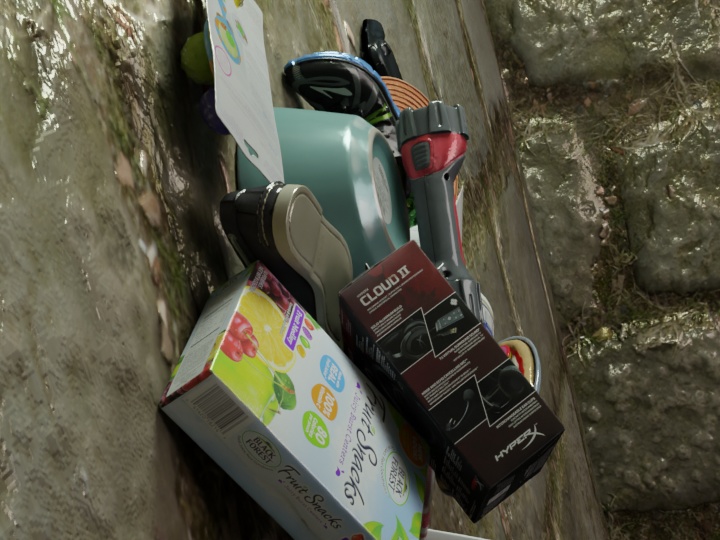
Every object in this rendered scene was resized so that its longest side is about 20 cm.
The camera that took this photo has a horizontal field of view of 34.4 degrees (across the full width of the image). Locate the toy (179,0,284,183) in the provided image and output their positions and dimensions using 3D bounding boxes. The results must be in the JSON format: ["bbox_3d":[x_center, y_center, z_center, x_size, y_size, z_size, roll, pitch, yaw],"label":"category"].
[{"bbox_3d":[-0.106,-0.156,0.885,0.115,0.047,0.202,51,27,-53],"label":"toy"}]

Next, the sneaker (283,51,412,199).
[{"bbox_3d":[-0.001,-0.141,1.154,0.200,0.070,0.084,44,48,-36],"label":"sneaker"}]

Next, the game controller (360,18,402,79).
[{"bbox_3d":[0.041,-0.229,1.521,0.105,0.042,0.201,-106,175,-52],"label":"game controller"}]

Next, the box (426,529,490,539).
[{"bbox_3d":[0.125,0.332,1.193,0.200,0.111,0.103,45,54,-65],"label":"box"}]

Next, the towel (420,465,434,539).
[{"bbox_3d":[0.043,0.213,1.045,0.147,0.029,0.202,-82,179,-50],"label":"towel"}]

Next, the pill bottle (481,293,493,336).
[{"bbox_3d":[0.094,0.114,1.290,0.201,0.110,0.112,-81,155,-52],"label":"pill bottle"}]

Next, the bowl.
[{"bbox_3d":[-0.021,-0.054,1.008,0.201,0.104,0.204,-11,90,-75],"label":"bowl"}]

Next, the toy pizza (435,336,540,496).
[{"bbox_3d":[0.136,0.162,1.335,0.031,0.201,0.201,29,36,-17],"label":"toy pizza"}]

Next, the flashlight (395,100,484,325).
[{"bbox_3d":[0.074,-0.045,1.030,0.068,0.067,0.203,130,-46,-71],"label":"flashlight"}]

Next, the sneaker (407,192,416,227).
[{"bbox_3d":[0.048,-0.085,1.327,0.074,0.082,0.202,-74,149,-61],"label":"sneaker"}]

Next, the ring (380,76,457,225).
[{"bbox_3d":[0.032,-0.106,1.247,0.199,0.019,0.204,4,84,-42],"label":"ring"}]

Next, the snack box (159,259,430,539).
[{"bbox_3d":[-0.036,0.107,0.795,0.200,0.053,0.143,49,26,-17],"label":"snack box"}]

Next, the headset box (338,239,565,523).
[{"bbox_3d":[0.059,0.082,0.898,0.201,0.077,0.149,53,-12,19],"label":"headset box"}]

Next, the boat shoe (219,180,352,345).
[{"bbox_3d":[-0.052,-0.004,0.884,0.201,0.062,0.074,65,34,-59],"label":"boat shoe"}]

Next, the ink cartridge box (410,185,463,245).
[{"bbox_3d":[0.067,0.024,1.165,0.201,0.049,0.163,-67,158,-61],"label":"ink cartridge box"}]
